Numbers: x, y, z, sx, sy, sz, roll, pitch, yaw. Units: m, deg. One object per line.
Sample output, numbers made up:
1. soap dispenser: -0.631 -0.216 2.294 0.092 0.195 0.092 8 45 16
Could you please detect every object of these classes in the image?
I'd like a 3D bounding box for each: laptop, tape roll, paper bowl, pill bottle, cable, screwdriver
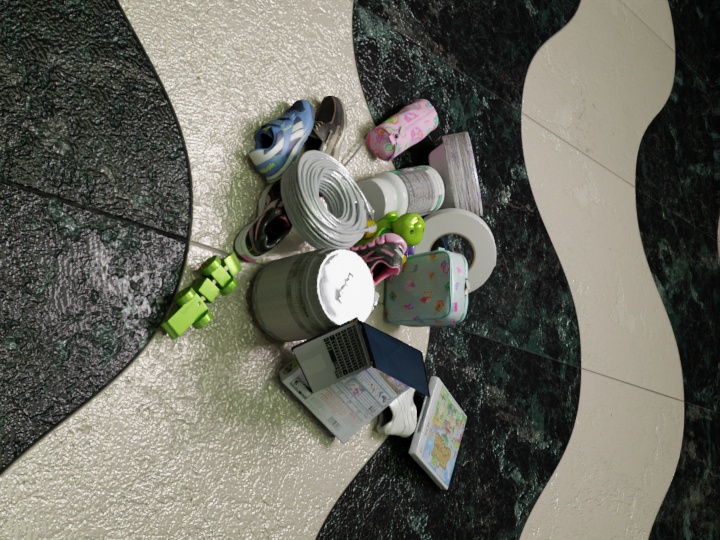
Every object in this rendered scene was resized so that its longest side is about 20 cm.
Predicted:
1. laptop: 0.004 0.181 1.422 0.188 0.199 0.116 75 -10 -56
2. tape roll: 0.207 -0.040 1.809 0.204 0.201 0.037 63 14 -15
3. paper bowl: 0.220 -0.218 1.878 0.201 0.103 0.203 -11 90 -82
4. pill bottle: 0.085 -0.165 1.764 0.199 0.113 0.114 -17 94 -46
5. cable: -0.069 -0.133 1.547 0.200 0.069 0.201 -32 96 -56
6. screwdriver: -0.036 -0.224 1.720 0.028 0.029 0.201 52 47 -23

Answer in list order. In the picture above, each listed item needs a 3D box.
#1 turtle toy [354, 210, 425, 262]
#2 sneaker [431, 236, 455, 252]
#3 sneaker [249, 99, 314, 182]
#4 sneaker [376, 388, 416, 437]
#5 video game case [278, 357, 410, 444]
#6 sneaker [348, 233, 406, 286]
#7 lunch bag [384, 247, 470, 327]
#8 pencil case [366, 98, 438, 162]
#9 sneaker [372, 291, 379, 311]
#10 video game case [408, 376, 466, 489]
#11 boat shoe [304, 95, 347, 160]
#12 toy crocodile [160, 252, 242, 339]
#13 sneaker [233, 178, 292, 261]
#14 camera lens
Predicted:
1. turtle toy: 0.061 -0.055 1.671 0.145 0.200 0.102 -9 57 -41
2. sneaker: 0.197 -0.025 1.889 0.201 0.075 0.079 64 33 -21
3. sneaker: -0.154 -0.272 1.577 0.082 0.074 0.201 40 55 -29
4. sneaker: 0.068 0.252 1.694 0.099 0.078 0.202 6 77 -40
5. video game case: -0.028 0.211 1.556 0.181 0.045 0.200 -39 116 2
6. sneaker: 0.000 0.000 1.584 0.079 0.199 0.096 45 33 -42
7. lunch bag: 0.145 0.037 1.721 0.077 0.199 0.162 16 72 -44
8. pencil case: 0.099 -0.321 1.829 0.200 0.087 0.088 -39 109 -43
9. sneaker: -0.043 0.099 1.623 0.090 0.078 0.201 41 54 -13
10. video game case: 0.176 0.363 1.777 0.200 0.022 0.183 54 47 -46
11. boat shoe: -0.079 -0.275 1.651 0.073 0.074 0.202 21 67 -40
12. toy crocodile: -0.278 0.040 1.409 0.068 0.061 0.201 52 55 -25
13. sneaker: -0.155 -0.099 1.531 0.080 0.086 0.201 44 54 -32
14. camera lens: -0.092 0.046 1.485 0.159 0.199 0.162 10 75 -43
